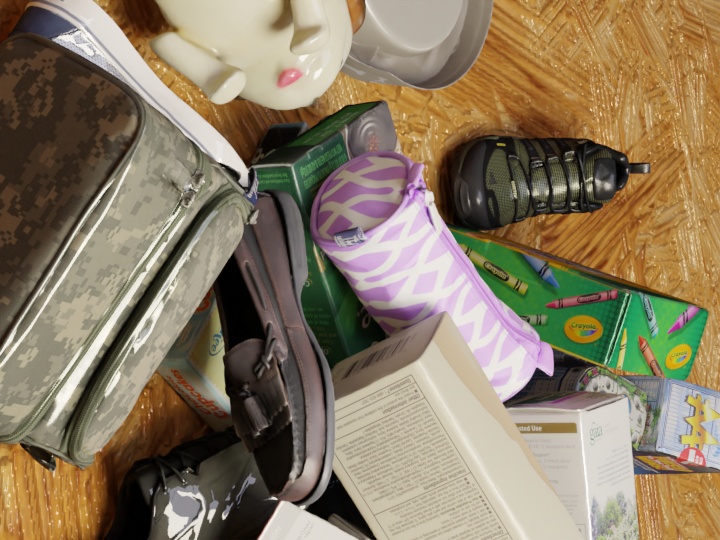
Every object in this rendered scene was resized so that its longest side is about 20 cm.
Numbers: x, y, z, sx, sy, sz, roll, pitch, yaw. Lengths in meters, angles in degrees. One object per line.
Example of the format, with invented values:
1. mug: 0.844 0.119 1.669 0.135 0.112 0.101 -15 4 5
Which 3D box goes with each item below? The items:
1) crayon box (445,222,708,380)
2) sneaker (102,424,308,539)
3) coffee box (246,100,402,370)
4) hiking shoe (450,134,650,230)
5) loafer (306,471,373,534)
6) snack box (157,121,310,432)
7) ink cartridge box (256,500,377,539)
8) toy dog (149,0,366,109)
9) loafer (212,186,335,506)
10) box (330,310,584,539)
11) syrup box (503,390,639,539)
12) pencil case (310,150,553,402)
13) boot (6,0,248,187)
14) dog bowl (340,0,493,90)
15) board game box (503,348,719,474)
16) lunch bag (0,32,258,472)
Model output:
1. crayon box: 0.140 0.020 1.232 0.118 0.199 0.059 12 97 -50
2. sneaker: -0.093 0.135 1.013 0.200 0.076 0.091 -51 118 -24
3. coffee box: 0.000 0.000 1.124 0.123 0.044 0.202 -36 117 -47
4. hiking shoe: 0.151 -0.078 1.334 0.199 0.100 0.077 -18 101 -50
5. loafer: -0.002 0.160 1.148 0.200 0.070 0.069 -26 107 -49
6. snack box: -0.057 0.014 1.117 0.116 0.037 0.201 52 50 -36
7. ink cartridge box: -0.055 0.245 1.032 0.176 0.045 0.201 35 85 -43
8. toy dog: -0.083 -0.180 1.042 0.139 0.194 0.200 -38 128 5
9. loafer: -0.064 0.041 0.981 0.063 0.072 0.202 11 57 -35
10. box: 0.059 0.139 1.035 0.201 0.094 0.078 59 25 -11
11. syrup box: 0.138 0.187 1.125 0.078 0.081 0.202 -8 93 -58
12. pencil case: 0.046 0.007 1.077 0.200 0.085 0.084 51 29 -40
13. boot: -0.148 -0.072 0.998 0.200 0.072 0.091 47 66 -35
14. dog bowl: 0.020 -0.229 1.216 0.199 0.058 0.202 7 81 -51
15. board game box: 0.175 0.107 1.271 0.199 0.198 0.062 31 64 -46
16. lunch bag: -0.155 -0.003 0.891 0.201 0.139 0.168 -58 149 -7
